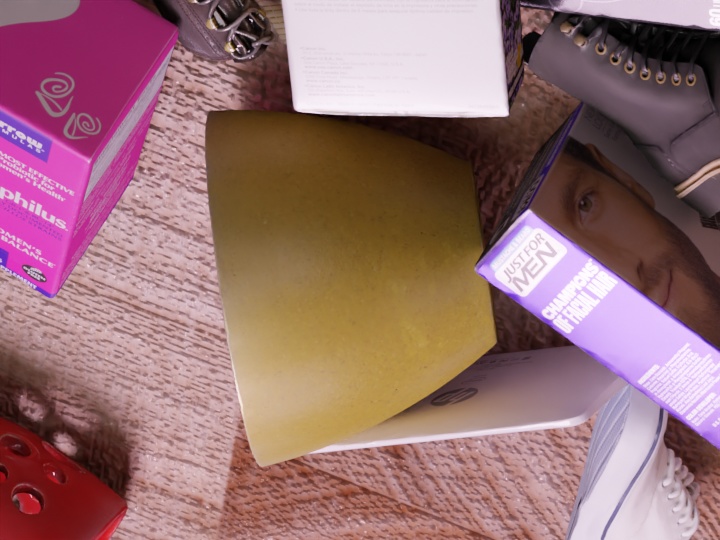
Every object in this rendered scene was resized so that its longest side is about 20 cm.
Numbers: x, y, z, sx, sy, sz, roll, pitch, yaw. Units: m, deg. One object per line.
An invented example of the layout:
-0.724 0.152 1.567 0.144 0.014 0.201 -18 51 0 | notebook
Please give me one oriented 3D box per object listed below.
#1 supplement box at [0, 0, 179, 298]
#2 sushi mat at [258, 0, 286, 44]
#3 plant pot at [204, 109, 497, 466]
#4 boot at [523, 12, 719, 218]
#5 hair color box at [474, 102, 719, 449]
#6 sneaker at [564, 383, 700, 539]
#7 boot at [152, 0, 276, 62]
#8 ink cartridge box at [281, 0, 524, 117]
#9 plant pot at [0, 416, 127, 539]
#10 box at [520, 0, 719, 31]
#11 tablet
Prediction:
-0.181 -0.082 1.595 0.101 0.103 0.200 30 153 2 | supplement box
-0.026 -0.144 1.486 0.096 0.012 0.200 52 168 -14 | sushi mat
0.000 0.000 1.575 0.142 0.200 0.200 -8 127 2 | plant pot
0.158 -0.109 1.435 0.138 0.077 0.200 36 152 1 | boot
0.171 0.010 1.530 0.200 0.109 0.065 35 134 -4 | hair color box
0.166 0.126 1.656 0.071 0.073 0.200 11 150 2 | sneaker
-0.100 -0.185 1.498 0.174 0.069 0.200 53 169 -17 | boot
0.016 -0.172 1.336 0.109 0.050 0.200 2 119 15 | ink cartridge box
-0.279 0.177 1.844 0.182 0.200 0.200 38 135 4 | plant pot
0.102 -0.203 1.388 0.200 0.106 0.122 9 131 21 | box
0.065 0.070 1.624 0.200 0.130 0.014 -9 104 32 | tablet
